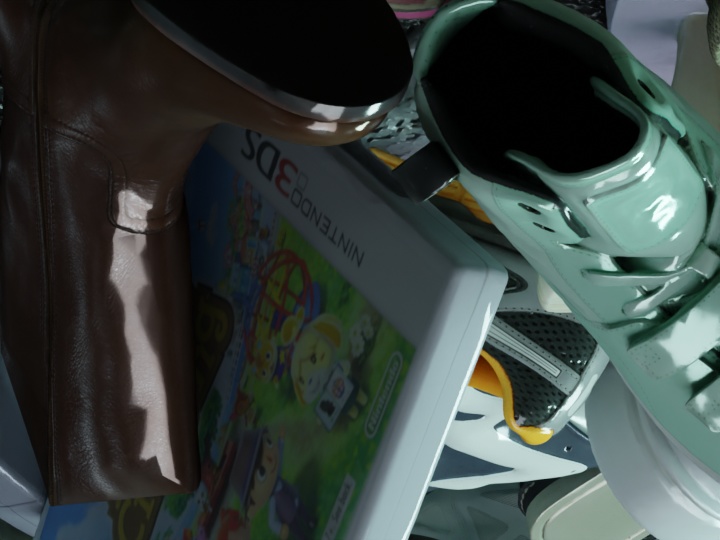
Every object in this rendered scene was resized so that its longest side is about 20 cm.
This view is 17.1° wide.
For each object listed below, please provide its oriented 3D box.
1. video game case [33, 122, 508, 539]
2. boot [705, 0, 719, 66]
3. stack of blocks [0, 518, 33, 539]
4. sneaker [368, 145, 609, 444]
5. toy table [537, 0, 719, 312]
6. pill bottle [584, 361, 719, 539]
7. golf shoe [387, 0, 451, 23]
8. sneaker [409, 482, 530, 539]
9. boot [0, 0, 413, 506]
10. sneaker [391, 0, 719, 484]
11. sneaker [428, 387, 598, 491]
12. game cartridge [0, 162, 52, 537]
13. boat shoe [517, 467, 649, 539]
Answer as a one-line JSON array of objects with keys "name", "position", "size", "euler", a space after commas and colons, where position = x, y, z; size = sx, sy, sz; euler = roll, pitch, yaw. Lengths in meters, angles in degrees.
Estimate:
[{"name": "video game case", "position": [-0.038, 0.049, 0.754], "size": [0.022, 0.182, 0.201], "euler": [8, 111, -32]}, {"name": "boot", "position": [0.139, -0.142, 0.509], "size": [0.072, 0.155, 0.200], "euler": [14, 150, -33]}, {"name": "stack of blocks", "position": [-0.176, 0.110, 0.969], "size": [0.058, 0.200, 0.116], "euler": [12, 117, -26]}, {"name": "sneaker", "position": [0.000, 0.000, 0.845], "size": [0.199, 0.078, 0.078], "euler": [16, 165, 24]}, {"name": "toy table", "position": [0.144, -0.047, 0.763], "size": [0.183, 0.118, 0.200], "euler": [-7, 156, 10]}, {"name": "pill bottle", "position": [0.186, 0.030, 0.909], "size": [0.119, 0.120, 0.200], "euler": [18, 142, -37]}, {"name": "golf shoe", "position": [0.064, -0.123, 0.641], "size": [0.199, 0.073, 0.092], "euler": [-13, 152, 21]}, {"name": "sneaker", "position": [0.112, 0.126, 1.130], "size": [0.200, 0.116, 0.076], "euler": [-12, 154, 18]}, {"name": "boot", "position": [-0.053, -0.001, 0.691], "size": [0.064, 0.186, 0.201], "euler": [-13, 122, -31]}, {"name": "sneaker", "position": [0.087, 0.004, 0.628], "size": [0.074, 0.200, 0.118], "euler": [-49, 170, 5]}, {"name": "sneaker", "position": [0.062, 0.035, 0.985], "size": [0.129, 0.080, 0.199], "euler": [-6, 146, -22]}, {"name": "game cartridge", "position": [-0.084, 0.046, 0.916], "size": [0.041, 0.134, 0.200], "euler": [-12, 155, 35]}, {"name": "boat shoe", "position": [0.154, 0.054, 1.050], "size": [0.200, 0.063, 0.073], "euler": [-32, 131, 15]}]
